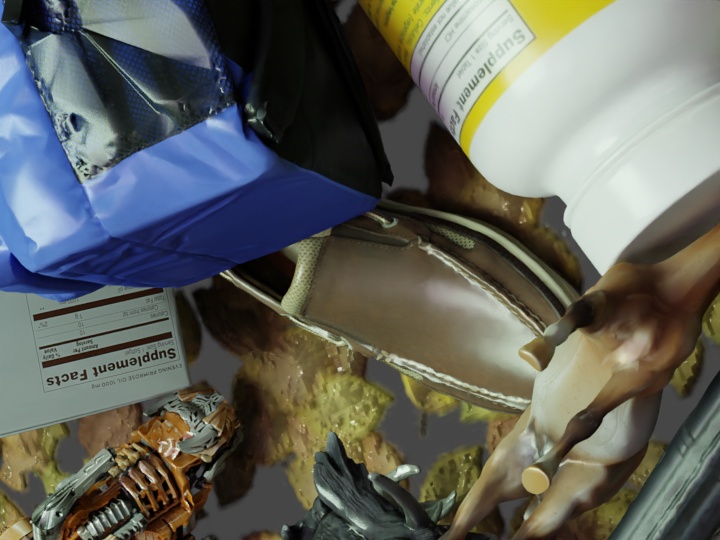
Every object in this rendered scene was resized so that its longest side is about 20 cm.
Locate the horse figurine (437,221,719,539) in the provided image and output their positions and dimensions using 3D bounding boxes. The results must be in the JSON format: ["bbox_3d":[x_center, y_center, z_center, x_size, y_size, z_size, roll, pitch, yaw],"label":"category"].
[{"bbox_3d":[0.073,0.055,0.660,0.050,0.133,0.200,36,132,16],"label":"horse figurine"}]

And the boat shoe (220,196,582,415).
[{"bbox_3d":[-0.001,0.006,0.783,0.202,0.075,0.075,27,116,33],"label":"boat shoe"}]

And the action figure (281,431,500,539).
[{"bbox_3d":[0.016,0.134,0.777,0.119,0.102,0.200,63,152,25],"label":"action figure"}]

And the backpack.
[{"bbox_3d":[-0.103,-0.096,0.697,0.168,0.163,0.200,-21,82,7],"label":"backpack"}]

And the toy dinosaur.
[{"bbox_3d":[-0.130,0.136,0.875,0.200,0.136,0.102,-27,61,-1],"label":"toy dinosaur"}]

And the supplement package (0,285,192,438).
[{"bbox_3d":[-0.194,-0.030,0.857,0.191,0.147,0.200,-5,97,60],"label":"supplement package"}]

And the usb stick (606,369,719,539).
[{"bbox_3d":[0.103,0.094,0.677,0.033,0.055,0.200,35,110,11],"label":"usb stick"}]

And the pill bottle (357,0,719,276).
[{"bbox_3d":[0.063,-0.100,0.680,0.112,0.112,0.200,-46,71,37],"label":"pill bottle"}]

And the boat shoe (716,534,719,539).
[{"bbox_3d":[0.162,0.143,0.678,0.071,0.070,0.200,-33,75,39],"label":"boat shoe"}]
